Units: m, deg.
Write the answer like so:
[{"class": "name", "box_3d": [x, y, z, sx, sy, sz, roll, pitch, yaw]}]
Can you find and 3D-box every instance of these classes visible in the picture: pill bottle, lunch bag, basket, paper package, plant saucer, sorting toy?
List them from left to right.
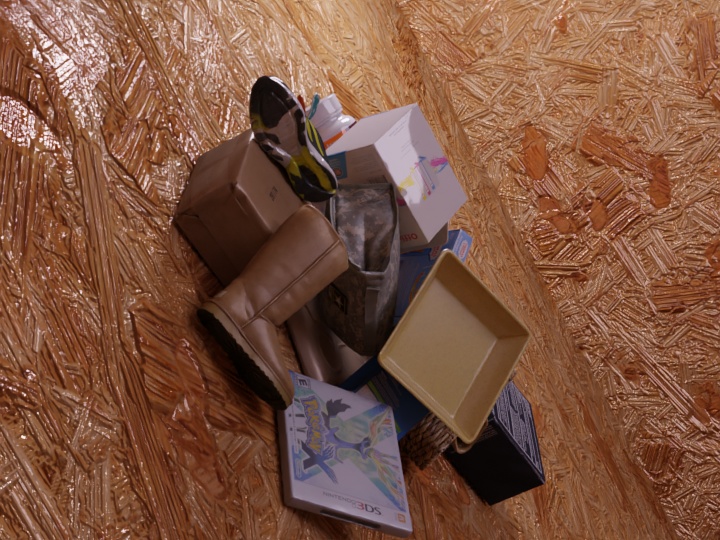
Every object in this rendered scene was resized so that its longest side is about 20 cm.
[{"class": "paper package", "box_3d": [-0.143, -0.066, 1.546, 0.191, 0.103, 0.200, 56, 18, -24]}, {"class": "sorting toy", "box_3d": [-0.052, 0.093, 1.701, 0.200, 0.036, 0.186, 18, 47, -60]}, {"class": "pill bottle", "box_3d": [-0.037, -0.199, 2.030, 0.201, 0.114, 0.114, 59, 17, -11]}, {"class": "lunch bag", "box_3d": [0.000, 0.000, 1.643, 0.201, 0.117, 0.165, -95, -174, -47]}, {"class": "basket", "box_3d": [0.115, 0.185, 1.782, 0.149, 0.200, 0.143, 43, -22, 9]}, {"class": "plant saucer", "box_3d": [0.124, 0.107, 1.625, 0.200, 0.048, 0.200, 44, 65, -22]}]

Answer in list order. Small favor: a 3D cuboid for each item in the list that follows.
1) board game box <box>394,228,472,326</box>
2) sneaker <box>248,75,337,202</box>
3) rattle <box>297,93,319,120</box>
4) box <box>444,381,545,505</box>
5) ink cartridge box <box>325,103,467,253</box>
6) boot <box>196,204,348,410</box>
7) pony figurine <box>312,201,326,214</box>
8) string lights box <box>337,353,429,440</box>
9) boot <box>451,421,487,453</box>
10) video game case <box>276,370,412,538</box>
[{"class": "board game box", "box_3d": [0.071, 0.014, 1.797, 0.037, 0.200, 0.152, 35, 67, -32]}, {"class": "sneaker", "box_3d": [-0.097, -0.184, 1.581, 0.085, 0.074, 0.200, -102, 168, -55]}, {"class": "rattle", "box_3d": [-0.099, -0.159, 1.720, 0.143, 0.130, 0.200, 48, 38, -7]}, {"class": "box", "box_3d": [0.224, 0.274, 2.069, 0.199, 0.123, 0.200, 51, 22, -32]}, {"class": "ink cartridge box", "box_3d": [0.055, -0.127, 1.757, 0.125, 0.128, 0.201, -46, 115, -37]}, {"class": "boot", "box_3d": [-0.081, 0.045, 1.427, 0.200, 0.066, 0.176, -44, 110, -28]}, {"class": "pony figurine", "box_3d": [-0.055, -0.106, 1.822, 0.200, 0.166, 0.194, 11, 68, -57]}, {"class": "string lights box", "box_3d": [0.052, 0.166, 1.637, 0.200, 0.059, 0.103, -38, 105, -28]}, {"class": "boot", "box_3d": [0.159, 0.184, 1.904, 0.072, 0.201, 0.156, -3, 38, -25]}, {"class": "video game case", "box_3d": [-0.023, 0.230, 1.472, 0.182, 0.022, 0.201, 22, 37, -29]}]
